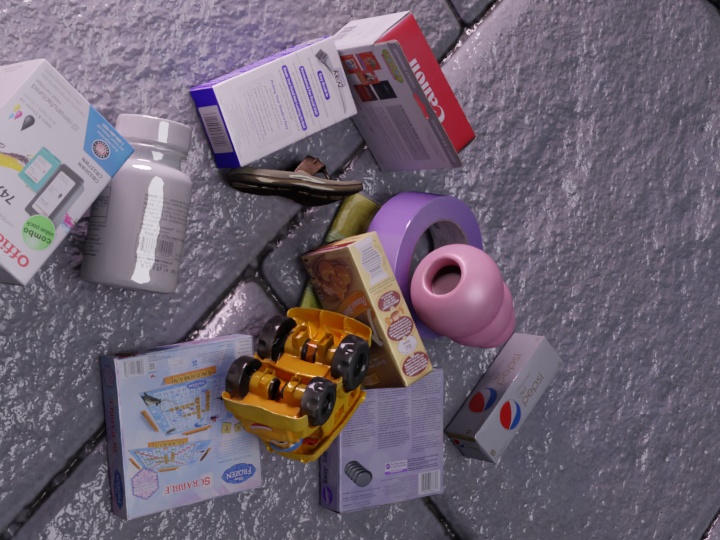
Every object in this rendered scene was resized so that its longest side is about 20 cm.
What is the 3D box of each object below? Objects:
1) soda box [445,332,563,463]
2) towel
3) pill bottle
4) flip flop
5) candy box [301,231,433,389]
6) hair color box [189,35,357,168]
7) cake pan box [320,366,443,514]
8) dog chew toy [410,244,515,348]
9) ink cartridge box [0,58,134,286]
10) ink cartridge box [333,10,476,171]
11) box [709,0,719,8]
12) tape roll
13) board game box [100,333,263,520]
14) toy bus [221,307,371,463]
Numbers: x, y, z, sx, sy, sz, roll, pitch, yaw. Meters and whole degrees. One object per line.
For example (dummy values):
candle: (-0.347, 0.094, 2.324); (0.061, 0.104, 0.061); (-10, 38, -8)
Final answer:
soda box: (0.215, 0.188, 1.962); (0.200, 0.068, 0.064); (-52, 121, -23)
towel: (0.000, 0.000, 1.817); (0.144, 0.023, 0.200); (36, 71, -34)
pill bottle: (-0.259, -0.077, 1.556); (0.114, 0.114, 0.200); (11, 86, -37)
flip flop: (-0.081, -0.124, 1.723); (0.200, 0.081, 0.058); (7, 74, -32)
candy box: (0.008, 0.055, 1.726); (0.055, 0.115, 0.200); (-27, 99, -33)
hair color box: (-0.109, -0.217, 1.696); (0.200, 0.065, 0.109); (-28, 108, -31)
cake pan box: (0.035, 0.231, 1.839); (0.200, 0.052, 0.184); (-5, 97, -37)
dog chew toy: (0.149, 0.045, 1.779); (0.200, 0.124, 0.125); (40, 67, -54)
ink cartridge box: (-0.384, -0.104, 1.438); (0.147, 0.146, 0.200); (46, 66, -29)
ink cartridge box: (0.061, -0.235, 1.755); (0.084, 0.176, 0.200); (-44, 117, -27)
box: (0.646, -0.559, 2.224); (0.132, 0.115, 0.200); (24, 79, -36)
tape roll: (0.087, -0.008, 1.830); (0.200, 0.066, 0.200); (-15, 110, -47)
board game box: (-0.220, 0.191, 1.646); (0.200, 0.041, 0.200); (-7, 96, -37)
toy bus: (-0.077, 0.174, 1.680); (0.200, 0.136, 0.192); (-50, 148, -47)
